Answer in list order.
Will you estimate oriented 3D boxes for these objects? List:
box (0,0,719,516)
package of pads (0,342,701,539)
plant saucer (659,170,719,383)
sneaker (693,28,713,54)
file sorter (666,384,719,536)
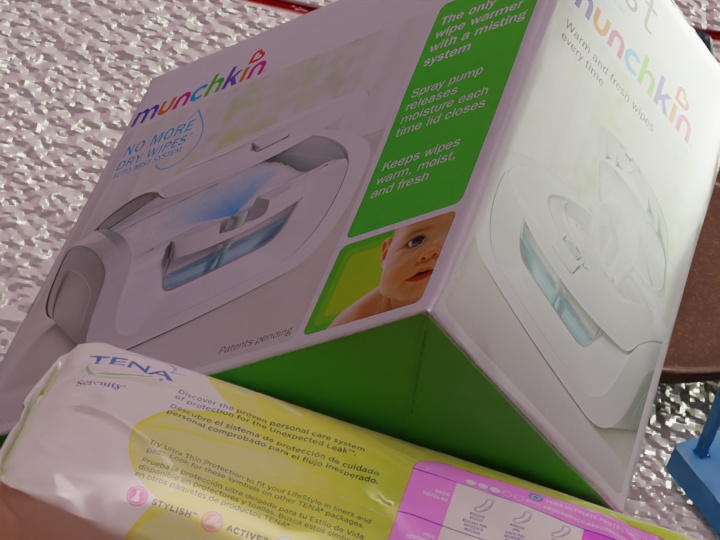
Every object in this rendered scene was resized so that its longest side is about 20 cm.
[{"bbox_3d":[0.000,0.000,0.656,0.097,0.200,0.177,46,47,-28],"label":"box"},{"bbox_3d":[-0.008,0.114,0.580,0.200,0.155,0.068,17,41,6],"label":"package of pads"},{"bbox_3d":[0.105,-0.018,0.849,0.200,0.037,0.201,7,42,-6],"label":"plant saucer"},{"bbox_3d":[0.077,-0.026,0.762,0.074,0.081,0.200,23,42,12],"label":"sneaker"},{"bbox_3d":[0.240,0.053,0.737,0.200,0.123,0.139,-13,46,-26],"label":"file sorter"}]
